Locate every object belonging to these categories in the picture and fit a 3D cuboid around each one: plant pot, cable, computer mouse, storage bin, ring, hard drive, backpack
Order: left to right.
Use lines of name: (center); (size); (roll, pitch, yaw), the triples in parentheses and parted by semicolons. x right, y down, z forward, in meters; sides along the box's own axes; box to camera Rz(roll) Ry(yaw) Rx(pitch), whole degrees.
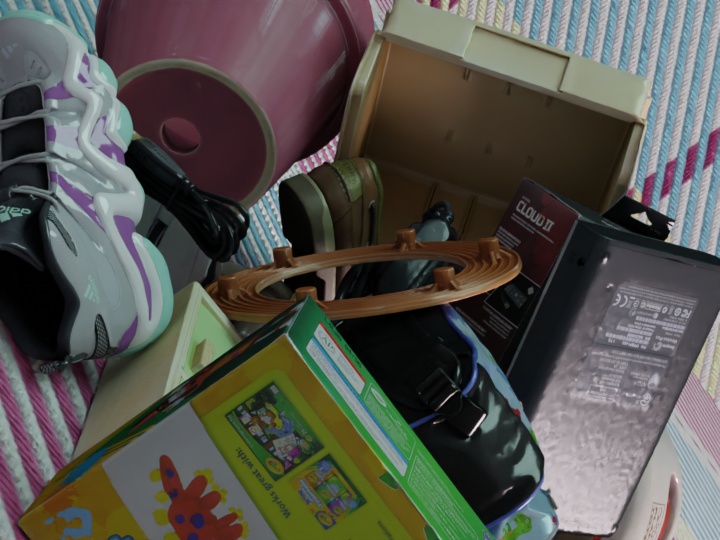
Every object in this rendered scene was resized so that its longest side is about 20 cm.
computer mouse: (-0.119, -0.020, 1.239); (0.110, 0.044, 0.200); (35, -16, 6)
plant pot: (-0.101, -0.133, 1.426); (0.200, 0.200, 0.179); (50, 30, -22)
ring: (0.000, 0.000, 1.260); (0.200, 0.200, 0.019); (-56, 139, -76)
cable: (0.008, 0.051, 1.414); (0.051, 0.200, 0.163); (29, -30, 15)
backpack: (0.012, 0.115, 1.196); (0.147, 0.183, 0.200); (57, 4, -20)
storage bin: (0.088, -0.076, 1.449); (0.199, 0.199, 0.094); (19, 56, 4)
hard drive: (0.149, 0.074, 1.296); (0.139, 0.200, 0.033); (12, 17, -42)

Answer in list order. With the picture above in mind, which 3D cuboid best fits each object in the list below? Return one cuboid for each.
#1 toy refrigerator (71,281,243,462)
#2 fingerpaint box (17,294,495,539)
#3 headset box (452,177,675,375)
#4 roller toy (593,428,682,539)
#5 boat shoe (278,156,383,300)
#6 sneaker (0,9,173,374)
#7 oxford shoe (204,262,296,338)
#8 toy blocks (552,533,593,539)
toy refrigerator: (-0.099, 0.083, 1.118); (0.076, 0.070, 0.200); (52, 14, -15)
fingerpaint box: (-0.035, 0.142, 0.981); (0.200, 0.167, 0.073); (52, 16, -7)
headset box: (0.140, 0.043, 1.355); (0.149, 0.200, 0.077); (23, 11, -34)
roller toy: (0.141, 0.159, 1.511); (0.183, 0.200, 0.140); (66, 16, 17)
boat shoe: (-0.012, 0.002, 1.444); (0.072, 0.068, 0.200); (54, -22, 31)
sneaker: (-0.177, -0.042, 1.084); (0.140, 0.078, 0.201); (-21, 88, -63)
oxford shoe: (-0.081, 0.038, 1.332); (0.073, 0.071, 0.200); (37, 7, 0)
toy blocks: (0.111, 0.206, 1.335); (0.200, 0.100, 0.137); (32, 34, -4)
